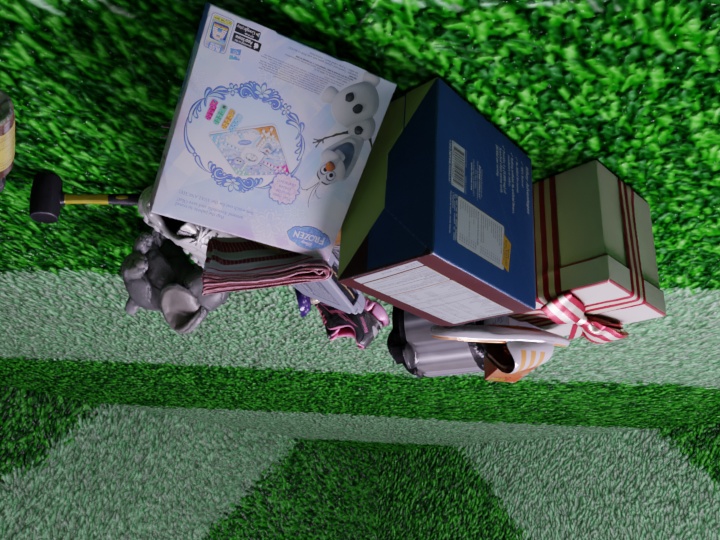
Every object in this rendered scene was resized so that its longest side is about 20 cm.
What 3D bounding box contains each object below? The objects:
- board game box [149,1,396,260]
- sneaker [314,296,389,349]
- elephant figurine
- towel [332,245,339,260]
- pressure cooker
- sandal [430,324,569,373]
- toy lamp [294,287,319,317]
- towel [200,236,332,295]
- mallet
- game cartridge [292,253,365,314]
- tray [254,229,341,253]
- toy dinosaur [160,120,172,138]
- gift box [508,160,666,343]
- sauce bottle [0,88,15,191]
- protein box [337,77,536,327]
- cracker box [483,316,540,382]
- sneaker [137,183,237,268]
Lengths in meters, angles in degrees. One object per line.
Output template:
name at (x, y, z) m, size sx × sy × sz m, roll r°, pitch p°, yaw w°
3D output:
board game box at (-0.089, -0.130, 0.649) m, size 0.196 × 0.202 × 0.043 m, roll 15°, pitch -162°, yaw -25°
sneaker at (-0.047, 0.074, 1.158) m, size 0.197 × 0.096 × 0.079 m, roll 27°, pitch 163°, yaw 26°
elephant figurine at (-0.270, 0.027, 1.018) m, size 0.197 × 0.143 × 0.156 m, roll 28°, pitch 157°, yaw 6°
towel at (0.000, 0.000, 0.947) m, size 0.189 × 0.035 × 0.200 m, roll 12°, pitch 161°, yaw 31°
pressure cooker at (0.144, 0.104, 1.159) m, size 0.197 × 0.183 × 0.175 m, roll -11°, pitch 157°, yaw 30°
sandal at (0.182, 0.105, 0.857) m, size 0.202 × 0.061 × 0.079 m, roll 4°, pitch -178°, yaw -20°
toy lamp at (-0.014, 0.026, 1.103) m, size 0.196 × 0.059 × 0.058 m, roll -14°, pitch 159°, yaw -7°
towel at (-0.116, -0.018, 0.771) m, size 0.141 × 0.023 × 0.200 m, roll -6°, pitch -163°, yaw -9°
mallet at (-0.367, -0.111, 0.918) m, size 0.195 × 0.067 × 0.041 m, roll -8°, pitch 162°, yaw -14°
game cartridge at (-0.077, 0.000, 0.964) m, size 0.131 × 0.041 × 0.200 m, roll 17°, pitch 162°, yaw 24°
tray at (-0.101, -0.062, 0.823) m, size 0.097 × 0.038 × 0.199 m, roll -10°, pitch -162°, yaw -29°
toy dinosaur at (-0.169, -0.109, 0.823) m, size 0.179 × 0.108 × 0.198 m, roll 6°, pitch 174°, yaw 42°
gift box at (0.285, -0.004, 0.872) m, size 0.182 × 0.191 × 0.198 m, roll 19°, pitch 152°, yaw -34°
sauce bottle at (-0.459, -0.151, 0.787) m, size 0.064 × 0.066 × 0.199 m, roll 14°, pitch 155°, yaw -25°
protein box at (0.093, -0.064, 0.737) m, size 0.133 × 0.203 × 0.198 m, roll -15°, pitch 152°, yaw 41°
cracker box at (0.236, 0.061, 1.013) m, size 0.056 × 0.204 × 0.134 m, roll 5°, pitch 158°, yaw -3°
sneaker at (-0.223, -0.046, 0.905) m, size 0.198 × 0.076 × 0.081 m, roll 33°, pitch 176°, yaw -20°
